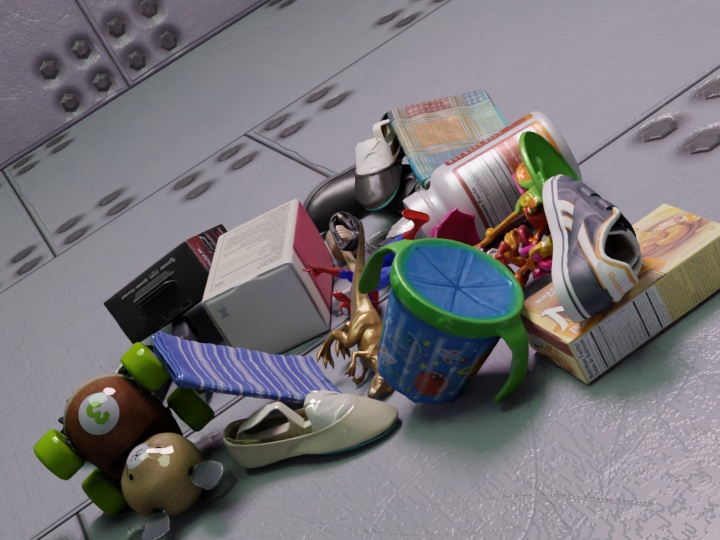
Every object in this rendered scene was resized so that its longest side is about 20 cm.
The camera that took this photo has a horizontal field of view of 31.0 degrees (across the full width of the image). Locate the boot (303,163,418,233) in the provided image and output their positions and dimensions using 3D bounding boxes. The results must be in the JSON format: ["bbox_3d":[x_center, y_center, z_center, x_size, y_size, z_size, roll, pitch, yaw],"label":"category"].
[{"bbox_3d":[0.025,-0.098,1.807,0.165,0.066,0.200,-42,30,-18],"label":"boot"}]

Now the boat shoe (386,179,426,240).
[{"bbox_3d":[0.102,-0.104,1.694,0.200,0.070,0.071,-37,15,-19],"label":"boat shoe"}]

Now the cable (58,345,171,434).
[{"bbox_3d":[-0.327,0.172,1.677,0.163,0.051,0.200,-22,25,20],"label":"cable"}]

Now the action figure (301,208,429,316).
[{"bbox_3d":[0.000,0.000,1.519,0.200,0.099,0.065,126,144,-52],"label":"action figure"}]

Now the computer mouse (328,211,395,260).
[{"bbox_3d":[0.015,-0.034,1.642,0.059,0.034,0.200,-54,42,-4],"label":"computer mouse"}]

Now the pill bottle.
[{"bbox_3d":[0.158,-0.099,1.574,0.200,0.112,0.112,-30,23,0],"label":"pill bottle"}]

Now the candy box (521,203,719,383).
[{"bbox_3d":[0.263,0.019,1.277,0.200,0.055,0.115,-35,23,-9],"label":"candy box"}]

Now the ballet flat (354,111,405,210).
[{"bbox_3d":[0.025,-0.156,1.757,0.068,0.068,0.200,-14,28,21],"label":"ballet flat"}]

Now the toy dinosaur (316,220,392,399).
[{"bbox_3d":[0.002,0.060,1.457,0.106,0.060,0.200,-33,57,33],"label":"toy dinosaur"}]

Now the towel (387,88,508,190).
[{"bbox_3d":[0.126,-0.175,1.703,0.146,0.022,0.200,-13,38,-6],"label":"towel"}]

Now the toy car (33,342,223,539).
[{"bbox_3d":[-0.226,0.205,1.385,0.164,0.158,0.200,-45,37,-5],"label":"toy car"}]

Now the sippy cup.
[{"bbox_3d":[0.078,0.058,1.295,0.139,0.131,0.178,7,36,-20],"label":"sippy cup"}]

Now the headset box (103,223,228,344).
[{"bbox_3d":[-0.249,0.018,1.766,0.149,0.075,0.200,-36,2,14],"label":"headset box"}]

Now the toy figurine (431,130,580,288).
[{"bbox_3d":[0.161,-0.027,1.454,0.184,0.150,0.200,-35,44,24],"label":"toy figurine"}]

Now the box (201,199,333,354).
[{"bbox_3d":[-0.114,0.013,1.673,0.128,0.109,0.200,-25,24,13],"label":"box"}]

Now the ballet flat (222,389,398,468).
[{"bbox_3d":[-0.059,0.161,1.358,0.200,0.070,0.070,-19,25,24],"label":"ballet flat"}]

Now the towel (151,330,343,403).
[{"bbox_3d":[-0.123,0.109,1.431,0.200,0.024,0.145,10,12,-23],"label":"towel"}]

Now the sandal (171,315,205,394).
[{"bbox_3d":[-0.225,0.115,1.653,0.043,0.076,0.200,-29,12,-1],"label":"sandal"}]

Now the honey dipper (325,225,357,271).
[{"bbox_3d":[-0.010,-0.009,1.689,0.038,0.038,0.200,-30,24,0],"label":"honey dipper"}]

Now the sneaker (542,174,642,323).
[{"bbox_3d":[0.228,-0.032,1.256,0.079,0.078,0.200,-26,34,22],"label":"sneaker"}]
